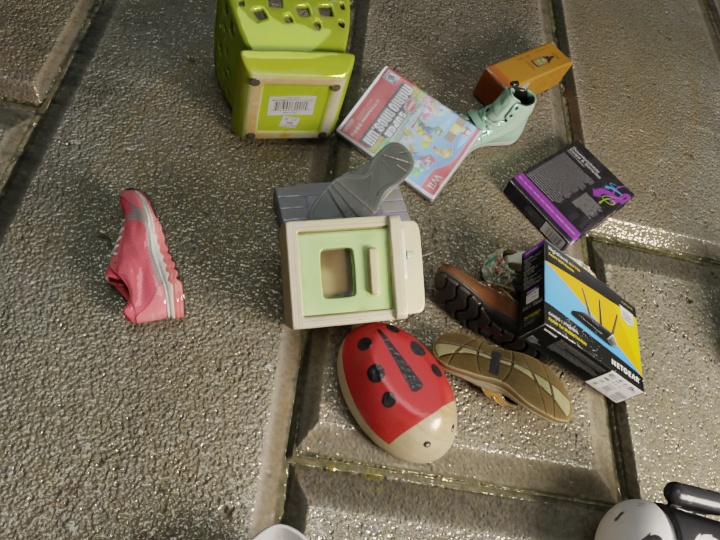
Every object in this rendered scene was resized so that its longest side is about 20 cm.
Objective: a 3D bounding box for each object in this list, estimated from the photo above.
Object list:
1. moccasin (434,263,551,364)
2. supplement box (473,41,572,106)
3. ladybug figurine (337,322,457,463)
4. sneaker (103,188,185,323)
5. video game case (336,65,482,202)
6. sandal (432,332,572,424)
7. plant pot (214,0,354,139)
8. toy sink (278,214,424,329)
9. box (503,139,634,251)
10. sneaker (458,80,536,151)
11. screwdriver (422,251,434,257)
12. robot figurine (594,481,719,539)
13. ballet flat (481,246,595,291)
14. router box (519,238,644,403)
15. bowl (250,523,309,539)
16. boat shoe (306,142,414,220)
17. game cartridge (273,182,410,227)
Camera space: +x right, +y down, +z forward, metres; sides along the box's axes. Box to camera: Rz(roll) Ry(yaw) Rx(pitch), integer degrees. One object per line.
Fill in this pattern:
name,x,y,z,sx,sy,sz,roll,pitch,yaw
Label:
moccasin,0.194,0.051,0.905,0.199,0.074,0.078,29,52,3
supplement box,0.309,-0.367,1.214,0.198,0.069,0.067,-29,70,-27
ladybug figurine,0.048,0.142,0.807,0.135,0.072,0.201,-28,68,-28
sneaker,-0.289,-0.022,0.819,0.086,0.074,0.202,-17,64,-23
video game case,0.078,-0.226,1.049,0.199,0.017,0.144,36,83,9
sandal,0.186,0.147,0.856,0.197,0.054,0.081,22,45,7
plant pot,-0.117,-0.320,0.990,0.197,0.200,0.184,-4,64,-18
toy sink,0.000,0.000,0.824,0.197,0.112,0.133,-3,89,-13
box,0.358,-0.132,1.094,0.199,0.036,0.143,-30,71,-28
sneaker,0.203,-0.261,1.083,0.198,0.119,0.074,-16,64,-22
screwdriver,0.022,-0.003,0.923,0.198,0.028,0.029,-20,36,-28
robot figurine,0.370,0.341,0.735,0.197,0.126,0.152,18,47,-4
ballet flat,0.280,0.002,0.968,0.197,0.064,0.077,2,56,-15
router box,0.307,0.070,0.893,0.199,0.051,0.151,32,47,-21
bowl,-0.082,0.381,0.616,0.200,0.075,0.199,42,57,14
boat shoe,-0.003,-0.113,0.933,0.075,0.065,0.202,48,63,-6
game cartridge,-0.023,-0.074,0.952,0.197,0.039,0.131,-6,56,-19
